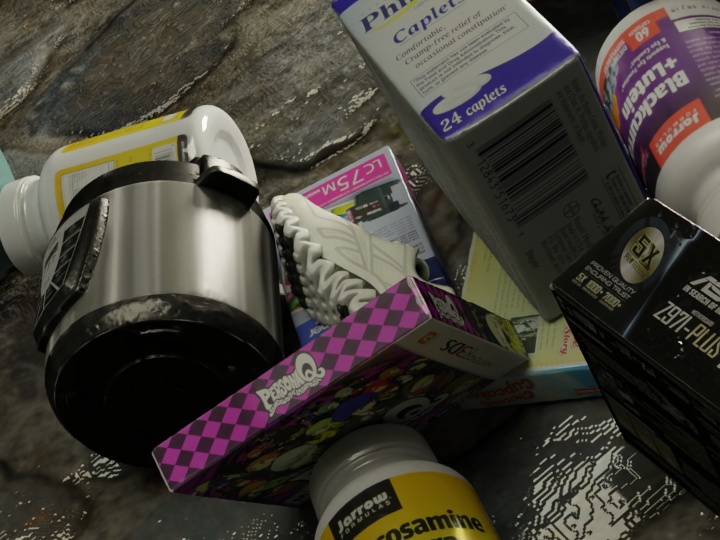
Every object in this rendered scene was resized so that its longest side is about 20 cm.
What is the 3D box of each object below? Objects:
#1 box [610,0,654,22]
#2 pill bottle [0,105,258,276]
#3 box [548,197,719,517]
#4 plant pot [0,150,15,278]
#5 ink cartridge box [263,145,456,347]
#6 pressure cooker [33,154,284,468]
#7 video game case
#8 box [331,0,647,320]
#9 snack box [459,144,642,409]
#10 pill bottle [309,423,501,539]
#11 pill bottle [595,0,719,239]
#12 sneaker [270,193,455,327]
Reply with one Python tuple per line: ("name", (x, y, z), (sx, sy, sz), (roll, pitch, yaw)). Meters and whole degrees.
("box", (0.249, -0.222, 1.280), (0.120, 0.033, 0.200), (-25, 3, 8))
("pill bottle", (-0.191, -0.057, 1.407), (0.198, 0.112, 0.113), (-14, 45, 19))
("box", (0.222, 0.076, 1.000), (0.086, 0.164, 0.200), (-39, 42, -9))
("plant pot", (-0.364, -0.044, 1.460), (0.200, 0.134, 0.201), (-38, 31, 28))
("ink cartridge box", (0.000, 0.000, 1.296), (0.118, 0.042, 0.201), (-27, 44, 6))
("pressure cooker", (-0.144, 0.021, 1.261), (0.174, 0.180, 0.201), (-11, 46, 5))
("video game case", (-0.007, 0.083, 1.094), (0.199, 0.181, 0.036), (-34, 68, 14))
("box", (0.093, -0.102, 1.171), (0.104, 0.184, 0.200), (-34, 42, -1))
("snack box", (0.133, 0.002, 1.215), (0.115, 0.037, 0.201), (-8, 47, 25))
("pill bottle", (0.036, 0.189, 1.039), (0.112, 0.113, 0.201), (-30, 42, 2))
("pill bottle", (0.241, -0.088, 1.178), (0.111, 0.112, 0.201), (-25, 46, 7))
("sneaker", (-0.001, 0.002, 1.223), (0.080, 0.076, 0.200), (-26, 41, -16))
